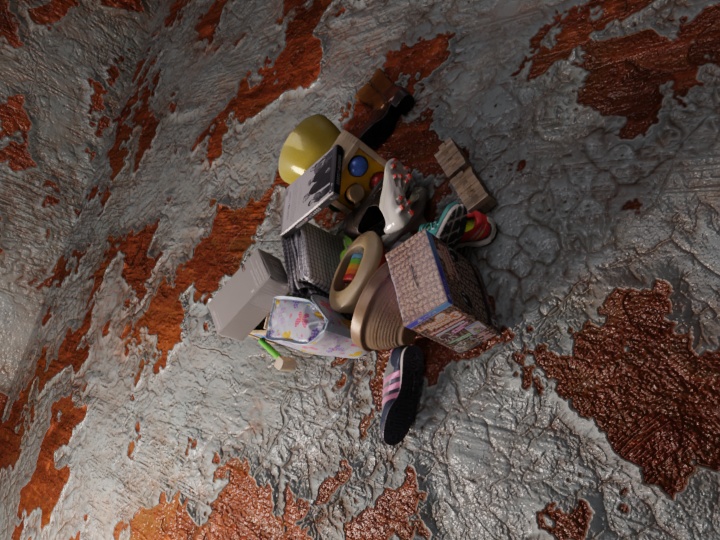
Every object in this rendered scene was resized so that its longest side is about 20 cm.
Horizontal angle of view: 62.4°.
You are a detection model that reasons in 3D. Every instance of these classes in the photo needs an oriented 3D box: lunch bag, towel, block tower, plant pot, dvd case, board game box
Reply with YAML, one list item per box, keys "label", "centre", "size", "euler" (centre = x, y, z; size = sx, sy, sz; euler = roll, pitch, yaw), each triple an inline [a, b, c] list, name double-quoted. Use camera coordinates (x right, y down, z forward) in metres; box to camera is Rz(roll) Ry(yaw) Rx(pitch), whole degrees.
- label: "lunch bag"
  centre: [-0.083, 0.126, 1.329]
  size: [0.199, 0.169, 0.129]
  euler: [4, 77, 45]
- label: "towel"
  centre: [-0.102, -0.011, 1.417]
  size: [0.085, 0.165, 0.202]
  euler: [-36, 48, 27]
- label: "block tower"
  centre: [0.225, -0.199, 1.284]
  size: [0.054, 0.058, 0.201]
  euler: [-40, 46, 21]
- label: "plant pot"
  centre: [-0.093, -0.280, 1.544]
  size: [0.141, 0.200, 0.201]
  euler: [36, 96, 21]
- label: "dvd case"
  centre: [-0.113, -0.180, 1.367]
  size: [0.199, 0.025, 0.152]
  euler: [-33, 42, 39]
- label: "board game box"
  centre: [0.157, 0.044, 1.124]
  size: [0.096, 0.199, 0.161]
  euler: [-33, 52, 26]
- label: "plant pot"
  centre: [0.075, 0.084, 1.200]
  size: [0.092, 0.201, 0.203]
  euler: [25, 88, 26]

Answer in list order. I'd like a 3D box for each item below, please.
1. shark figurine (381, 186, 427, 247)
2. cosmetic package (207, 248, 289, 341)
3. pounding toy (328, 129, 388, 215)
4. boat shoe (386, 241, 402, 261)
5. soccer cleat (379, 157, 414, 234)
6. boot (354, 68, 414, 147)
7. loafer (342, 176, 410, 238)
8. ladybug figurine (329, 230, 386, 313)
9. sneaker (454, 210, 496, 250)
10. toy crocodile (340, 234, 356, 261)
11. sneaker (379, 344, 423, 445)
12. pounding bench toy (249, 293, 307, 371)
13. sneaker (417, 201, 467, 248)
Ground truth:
- label: "shark figurine"
  centre: [0.104, -0.091, 1.333]
  size: [0.215, 0.089, 0.128]
  euler: [-53, 11, -1]
- label: "cosmetic package"
  centre: [-0.263, 0.060, 1.408]
  size: [0.200, 0.090, 0.107]
  euler: [-45, 49, 13]
- label: "pounding toy"
  centre: [-0.007, -0.188, 1.421]
  size: [0.201, 0.183, 0.142]
  euler: [-54, 32, 8]
- label: "boat shoe"
  centre: [0.064, 0.040, 1.303]
  size: [0.071, 0.069, 0.202]
  euler: [7, 67, 61]
- label: "soccer cleat"
  centre: [0.070, -0.166, 1.291]
  size: [0.077, 0.069, 0.202]
  euler: [-41, 35, 36]
- label: "boot"
  centre: [0.027, -0.432, 1.571]
  size: [0.189, 0.068, 0.200]
  euler: [-50, 44, 13]
- label: "loafer"
  centre: [0.048, -0.144, 1.358]
  size: [0.200, 0.073, 0.071]
  euler: [-48, 28, -6]
- label: "ladybug figurine"
  centre: [0.002, 0.007, 1.284]
  size: [0.135, 0.072, 0.202]
  euler: [-9, 53, 56]
- label: "sneaker"
  centre: [0.183, -0.085, 1.245]
  size: [0.198, 0.085, 0.078]
  euler: [-17, 58, 36]
- label: "toy crocodile"
  centre: [0.000, 0.000, 1.388]
  size: [0.061, 0.067, 0.202]
  euler: [-28, 55, 21]
- label: "sneaker"
  centre: [0.073, 0.250, 1.210]
  size: [0.082, 0.070, 0.202]
  euler: [-8, 61, 59]
- label: "pounding bench toy"
  centre: [-0.213, 0.146, 1.471]
  size: [0.155, 0.124, 0.203]
  euler: [-4, 67, 41]
- label: "sneaker"
  centre: [0.146, -0.065, 1.190]
  size: [0.080, 0.077, 0.201]
  euler: [54, 141, 24]
